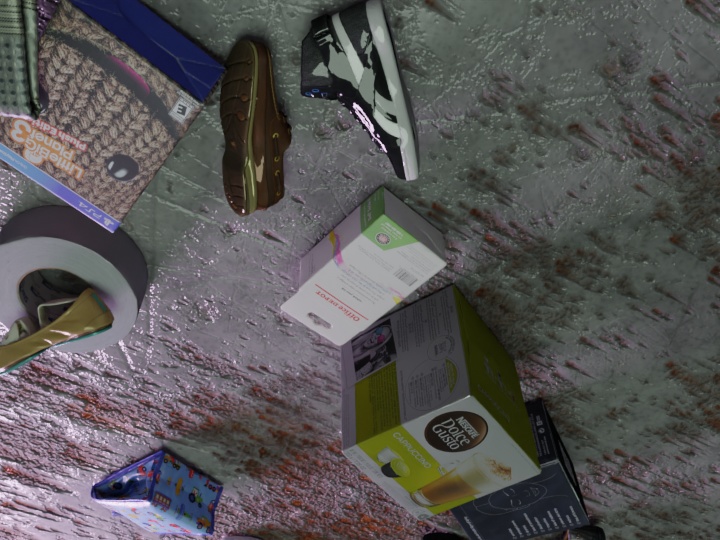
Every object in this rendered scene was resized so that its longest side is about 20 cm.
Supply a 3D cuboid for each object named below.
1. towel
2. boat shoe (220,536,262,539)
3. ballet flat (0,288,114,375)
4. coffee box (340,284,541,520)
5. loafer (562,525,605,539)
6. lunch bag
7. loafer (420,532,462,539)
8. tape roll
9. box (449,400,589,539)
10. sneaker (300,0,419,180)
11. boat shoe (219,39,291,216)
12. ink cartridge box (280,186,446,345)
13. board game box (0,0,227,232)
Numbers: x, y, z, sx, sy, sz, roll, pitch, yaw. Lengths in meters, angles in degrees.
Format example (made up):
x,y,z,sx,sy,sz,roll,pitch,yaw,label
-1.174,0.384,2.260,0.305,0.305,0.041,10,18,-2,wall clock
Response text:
x,y,z,sx,sy,sz,roll,pitch,yaw,label
-0.389,-0.250,0.678,0.191,0.035,0.201,9,112,10,towel
-0.192,0.584,1.432,0.199,0.071,0.072,32,123,-24,boat shoe
-0.405,0.076,0.936,0.199,0.069,0.063,-22,99,14,ballet flat
0.106,0.184,1.015,0.197,0.201,0.200,-28,126,21,coffee box
0.395,0.559,1.416,0.072,0.073,0.201,19,119,-4,loafer
-0.370,0.412,1.285,0.199,0.094,0.151,-23,130,29,lunch bag
0.187,0.570,1.427,0.199,0.073,0.072,29,129,-21,loafer
-0.386,0.016,0.957,0.199,0.066,0.201,0,131,0,tape roll
0.245,0.341,1.199,0.196,0.124,0.200,-21,128,14,box
-0.005,-0.184,0.796,0.111,0.073,0.201,-10,121,12,sneaker
-0.114,-0.159,0.820,0.067,0.072,0.201,-16,128,-31,boat shoe
0.000,0.000,0.946,0.117,0.068,0.200,35,120,-27,ink cartridge box
-0.266,-0.171,0.768,0.159,0.097,0.200,35,122,-17,board game box
